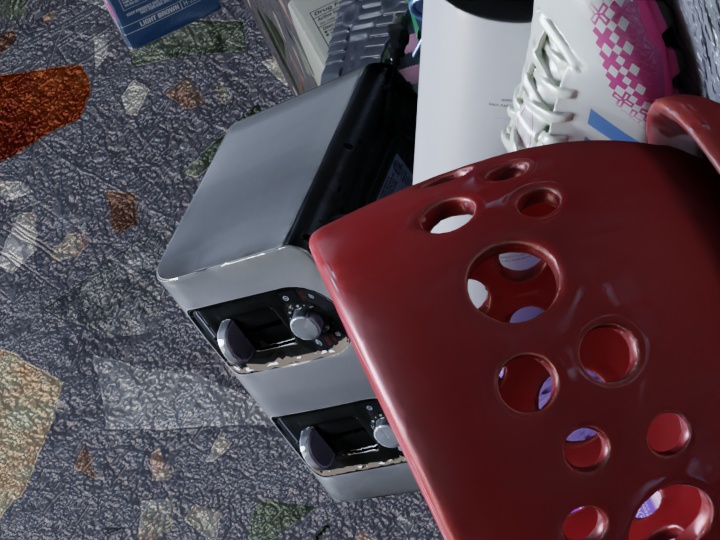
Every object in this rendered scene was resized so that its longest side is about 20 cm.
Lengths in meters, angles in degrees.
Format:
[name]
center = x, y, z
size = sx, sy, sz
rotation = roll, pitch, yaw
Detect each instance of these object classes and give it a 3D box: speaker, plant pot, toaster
[speaker]
center = 0.066, -0.067, 1.104
size = 0.200, 0.081, 0.081
rotation = 91, 158, -45
[plant pot]
center = 0.098, 0.038, 0.924
size = 0.201, 0.182, 0.200
rotation = 64, 177, 7
[toaster]
center = 0.000, 0.000, 1.268
size = 0.181, 0.119, 0.200
rotation = 54, -143, -28

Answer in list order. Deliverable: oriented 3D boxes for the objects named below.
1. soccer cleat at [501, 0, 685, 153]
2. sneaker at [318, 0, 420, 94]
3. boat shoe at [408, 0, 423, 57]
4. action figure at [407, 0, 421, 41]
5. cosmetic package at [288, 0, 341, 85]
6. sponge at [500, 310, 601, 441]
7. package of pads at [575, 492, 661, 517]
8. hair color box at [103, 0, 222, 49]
[soccer cleat]
center = 0.095, -0.069, 1.004
size = 0.200, 0.086, 0.070
rotation = 68, 176, -46
[sneaker]
center = 0.026, -0.120, 1.410
size = 0.082, 0.200, 0.070
rotation = 25, 170, -41
[boat shoe]
center = 0.046, -0.160, 1.156
size = 0.200, 0.084, 0.069
rotation = 62, -178, 3
[action figure]
center = 0.034, -0.201, 1.322
size = 0.118, 0.055, 0.200
rotation = 66, -176, -60
[cosmetic package]
center = 0.039, -0.109, 1.548
size = 0.087, 0.103, 0.200
rotation = 70, 175, -54
[sponge]
center = 0.126, 0.037, 1.121
size = 0.030, 0.111, 0.200
rotation = 60, 179, -20
[package of pads]
center = 0.167, 0.127, 1.219
size = 0.120, 0.076, 0.200
rotation = -29, 87, 59
[hair color box]
center = -0.141, -0.222, 1.219
size = 0.100, 0.060, 0.200
rotation = 61, 175, 38
